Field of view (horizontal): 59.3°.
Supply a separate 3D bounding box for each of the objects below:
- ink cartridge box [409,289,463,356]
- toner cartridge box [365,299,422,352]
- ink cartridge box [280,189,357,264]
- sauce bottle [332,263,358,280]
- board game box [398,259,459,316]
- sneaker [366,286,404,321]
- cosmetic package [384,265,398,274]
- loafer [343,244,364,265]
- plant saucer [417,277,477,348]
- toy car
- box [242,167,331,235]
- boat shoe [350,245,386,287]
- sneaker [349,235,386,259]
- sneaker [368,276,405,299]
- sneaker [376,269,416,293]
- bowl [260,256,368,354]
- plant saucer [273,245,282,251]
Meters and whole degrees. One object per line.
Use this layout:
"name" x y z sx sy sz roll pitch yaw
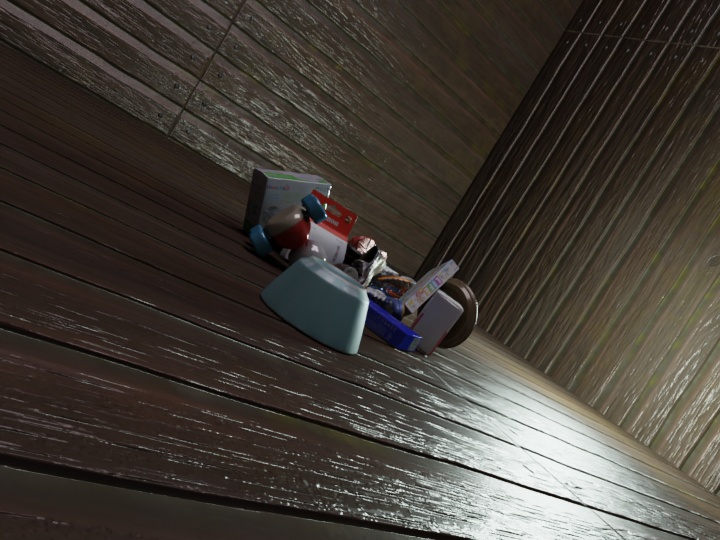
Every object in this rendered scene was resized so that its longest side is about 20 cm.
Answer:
"ink cartridge box" 0.191 0.131 1.643 0.083 0.147 0.200 36 4 6
"toner cartridge box" 0.042 0.115 1.478 0.199 0.043 0.095 35 5 32
"ink cartridge box" -0.103 -0.090 1.694 0.162 0.201 0.057 28 0 -29
"sauce bottle" -0.050 0.013 1.544 0.066 0.066 0.200 31 -11 -12
"board game box" 0.166 0.056 1.724 0.034 0.200 0.134 51 -26 -3
"sneaker" 0.040 0.090 1.638 0.088 0.076 0.200 21 0 -27
"cosmetic package" 0.059 0.029 2.143 0.074 0.102 0.200 33 6 15
"loafer" -0.039 -0.012 1.808 0.073 0.072 0.200 37 -20 1
"plant saucer" 0.236 0.118 1.778 0.029 0.201 0.200 15 16 -47
"toy car" -0.143 -0.052 1.534 0.201 0.183 0.177 61 -4 -14
"box" -0.201 -0.175 1.720 0.199 0.178 0.097 2 22 -35
"boat shoe" 0.000 0.000 1.684 0.071 0.200 0.065 -1 -62 39
"sneaker" -0.008 -0.065 1.892 0.115 0.079 0.200 25 -8 28
"sneaker" 0.034 0.064 1.777 0.199 0.079 0.076 27 21 -21
"sneaker" 0.067 0.027 1.863 0.198 0.079 0.078 7 40 7
"bowl" -0.065 0.048 1.108 0.200 0.106 0.201 31 4 -3
"plant saucer" -0.239 -0.091 1.847 0.199 0.035 0.200 31 4 -3
